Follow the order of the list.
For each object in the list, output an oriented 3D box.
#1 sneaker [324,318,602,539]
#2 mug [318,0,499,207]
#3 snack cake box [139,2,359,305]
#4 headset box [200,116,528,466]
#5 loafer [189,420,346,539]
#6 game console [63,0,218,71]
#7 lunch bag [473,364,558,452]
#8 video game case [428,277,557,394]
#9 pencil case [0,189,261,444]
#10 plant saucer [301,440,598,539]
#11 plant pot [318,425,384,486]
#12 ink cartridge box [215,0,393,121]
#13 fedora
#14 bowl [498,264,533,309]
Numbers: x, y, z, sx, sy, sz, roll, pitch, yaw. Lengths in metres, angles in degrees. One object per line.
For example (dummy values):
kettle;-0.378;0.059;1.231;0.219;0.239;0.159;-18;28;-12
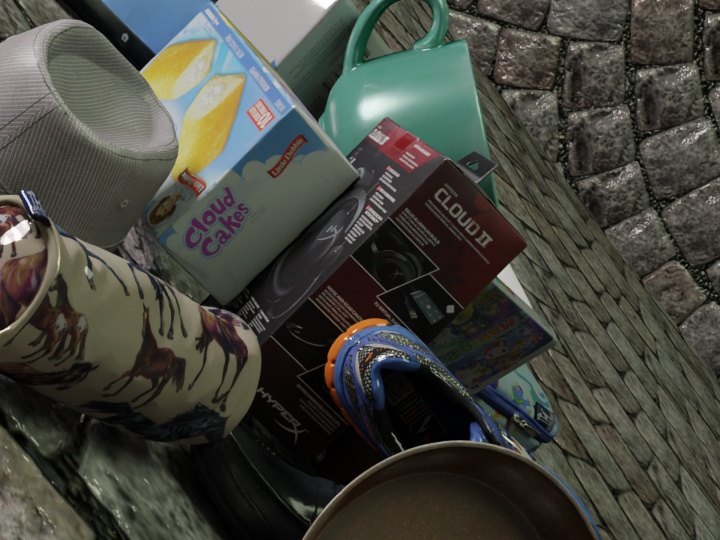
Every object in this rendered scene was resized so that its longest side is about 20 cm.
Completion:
sneaker;0.057;0.111;1.013;0.200;0.075;0.078;43;-3;-4
mug;0.032;-0.091;1.337;0.152;0.114;0.186;68;12;-66
snack cake box;-0.089;-0.078;1.179;0.067;0.115;0.200;45;4;-32
headset box;0.000;0.000;1.113;0.077;0.200;0.149;46;-1;-19
loafer;-0.017;0.144;1.048;0.201;0.070;0.068;49;14;-21
game console;-0.140;-0.234;1.412;0.200;0.031;0.177;44;59;-30
lunch bag;0.071;0.065;1.544;0.161;0.082;0.200;38;20;-43
video game case;0.034;0.040;1.328;0.200;0.143;0.018;40;24;-47
pencil case;-0.128;0.027;0.937;0.200;0.078;0.090;34;43;-55
plant saucer;0.037;0.184;0.950;0.200;0.200;0.034;49;-20;-20
plant pot;0.037;0.138;1.150;0.201;0.092;0.201;59;-5;8
ink cartridge box;-0.046;-0.128;1.407;0.084;0.145;0.200;44;0;31
fedora;-0.161;-0.076;1.048;0.177;0.090;0.200;57;13;12
bowl;0.072;-0.018;1.762;0.200;0.075;0.200;39;20;-51
